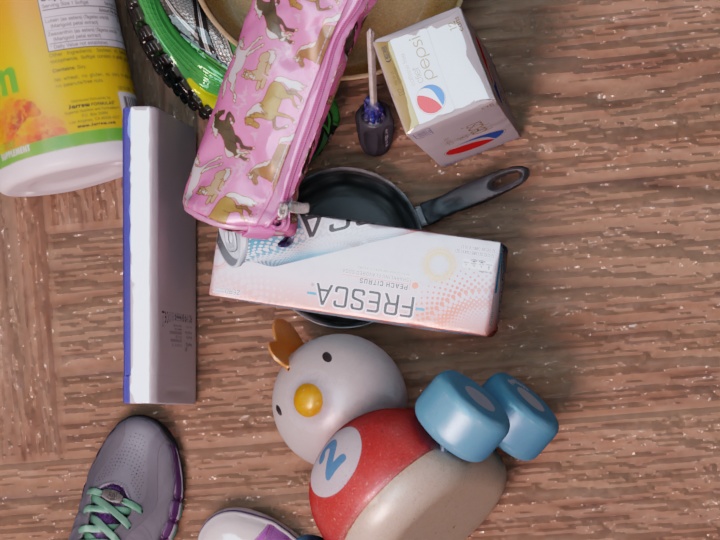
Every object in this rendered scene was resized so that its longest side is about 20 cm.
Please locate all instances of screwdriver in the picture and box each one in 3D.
[{"bbox_3d":[0.005,-0.121,1.528,0.029,0.200,0.028,-17,72,1],"label":"screwdriver"}]

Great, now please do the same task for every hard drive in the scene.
[{"bbox_3d":[-0.140,-0.007,1.574,0.025,0.132,0.200,-1,86,9],"label":"hard drive"}]

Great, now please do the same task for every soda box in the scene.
[{"bbox_3d":[0.061,-0.120,1.517,0.064,0.200,0.068,-21,84,6],"label":"soda box"},{"bbox_3d":[0.000,0.000,1.561,0.200,0.064,0.069,8,89,7],"label":"soda box"}]

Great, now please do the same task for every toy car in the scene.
[{"bbox_3d":[-0.007,0.107,1.539,0.200,0.177,0.184,45,105,21],"label":"toy car"}]

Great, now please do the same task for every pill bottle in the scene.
[{"bbox_3d":[-0.226,-0.162,1.608,0.111,0.111,0.200,-14,84,7],"label":"pill bottle"}]

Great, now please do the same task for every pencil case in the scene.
[{"bbox_3d":[-0.051,-0.119,1.495,0.086,0.083,0.200,19,93,8],"label":"pencil case"}]

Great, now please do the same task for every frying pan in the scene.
[{"bbox_3d":[0.016,-0.042,1.604,0.190,0.031,0.115,-44,84,1],"label":"frying pan"}]

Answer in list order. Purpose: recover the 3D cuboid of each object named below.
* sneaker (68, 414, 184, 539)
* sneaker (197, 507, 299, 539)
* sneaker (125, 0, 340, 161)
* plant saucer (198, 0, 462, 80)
[{"bbox_3d":[-0.179,0.201,1.589,0.074,0.088,0.200,15,89,9],"label":"sneaker"},{"bbox_3d":[-0.044,0.244,1.554,0.073,0.114,0.200,-45,80,5],"label":"sneaker"},{"bbox_3d":[-0.096,-0.151,1.615,0.085,0.078,0.200,-41,84,-11],"label":"sneaker"},{"bbox_3d":[-0.024,-0.215,1.592,0.200,0.035,0.201,2,66,-5],"label":"plant saucer"}]
